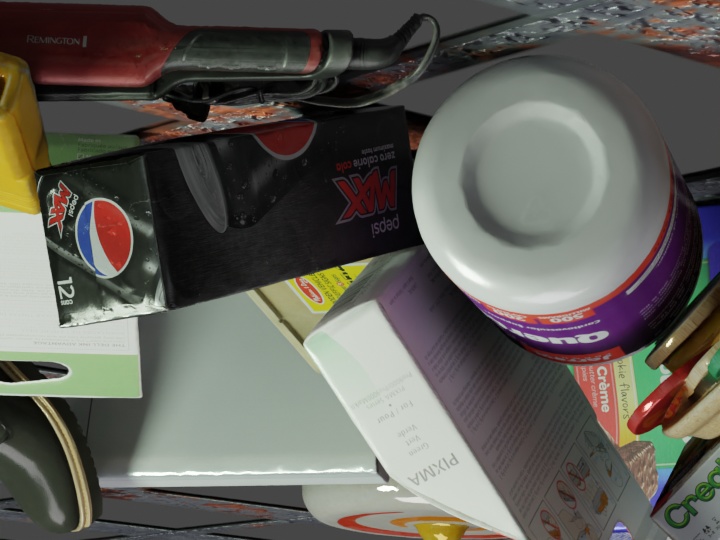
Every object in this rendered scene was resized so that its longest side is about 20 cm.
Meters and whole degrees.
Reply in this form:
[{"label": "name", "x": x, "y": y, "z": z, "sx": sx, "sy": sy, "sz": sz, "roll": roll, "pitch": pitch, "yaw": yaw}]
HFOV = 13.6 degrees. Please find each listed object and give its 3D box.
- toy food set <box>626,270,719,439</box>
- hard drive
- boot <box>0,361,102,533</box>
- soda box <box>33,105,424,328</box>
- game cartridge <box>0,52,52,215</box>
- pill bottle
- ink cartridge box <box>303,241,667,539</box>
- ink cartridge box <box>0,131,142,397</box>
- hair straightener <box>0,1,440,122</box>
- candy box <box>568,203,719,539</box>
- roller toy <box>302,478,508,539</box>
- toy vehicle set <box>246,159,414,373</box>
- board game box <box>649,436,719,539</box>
[{"label": "toy food set", "x": 0.198, "y": 0.002, "z": 1.376, "sx": 0.049, "sy": 0.198, "sz": 0.200, "roll": 43, "pitch": -169, "yaw": 2}, {"label": "hard drive", "x": -0.074, "y": 0.058, "z": 1.731, "sx": 0.199, "sy": 0.133, "sz": 0.027, "roll": -2, "pitch": 157, "yaw": 20}, {"label": "boot", "x": -0.240, "y": 0.091, "z": 1.661, "sx": 0.077, "sy": 0.201, "sz": 0.138, "roll": -13, "pitch": -155, "yaw": 50}, {"label": "soda box", "x": -0.053, "y": -0.027, "z": 1.329, "sx": 0.063, "sy": 0.071, "sz": 0.200, "roll": -6, "pitch": -175, "yaw": 34}, {"label": "game cartridge", "x": -0.218, "y": -0.075, "z": 1.257, "sx": 0.175, "sy": 0.033, "sz": 0.200, "roll": 17, "pitch": 168, "yaw": 1}, {"label": "pill bottle", "x": 0.094, "y": -0.020, "z": 1.367, "sx": 0.112, "sy": 0.113, "sz": 0.200, "roll": -1, "pitch": 168, "yaw": 13}, {"label": "ink cartridge box", "x": 0.064, "y": 0.079, "z": 1.421, "sx": 0.050, "sy": 0.201, "sz": 0.161, "roll": -28, "pitch": -171, "yaw": 23}, {"label": "ink cartridge box", "x": -0.181, "y": -0.001, "z": 1.537, "sx": 0.144, "sy": 0.048, "sz": 0.200, "roll": 2, "pitch": 152, "yaw": -1}, {"label": "hair straightener", "x": -0.064, "y": -0.090, "z": 1.265, "sx": 0.198, "sy": 0.041, "sz": 0.077, "roll": -4, "pitch": 168, "yaw": 6}, {"label": "candy box", "x": 0.183, "y": 0.055, "z": 1.581, "sx": 0.199, "sy": 0.170, "sz": 0.077, "roll": -6, "pitch": 169, "yaw": 34}, {"label": "roller toy", "x": 0.054, "y": 0.105, "z": 1.920, "sx": 0.181, "sy": 0.141, "sz": 0.200, "roll": 5, "pitch": 168, "yaw": -16}, {"label": "toy vehicle set", "x": 0.000, "y": 0.000, "z": 1.578, "sx": 0.123, "sy": 0.027, "sz": 0.200, "roll": -2, "pitch": 153, "yaw": 21}, {"label": "board game box", "x": 0.221, "y": 0.041, "z": 1.421, "sx": 0.035, "sy": 0.200, "sz": 0.126, "roll": 42, "pitch": -162, "yaw": 2}]
